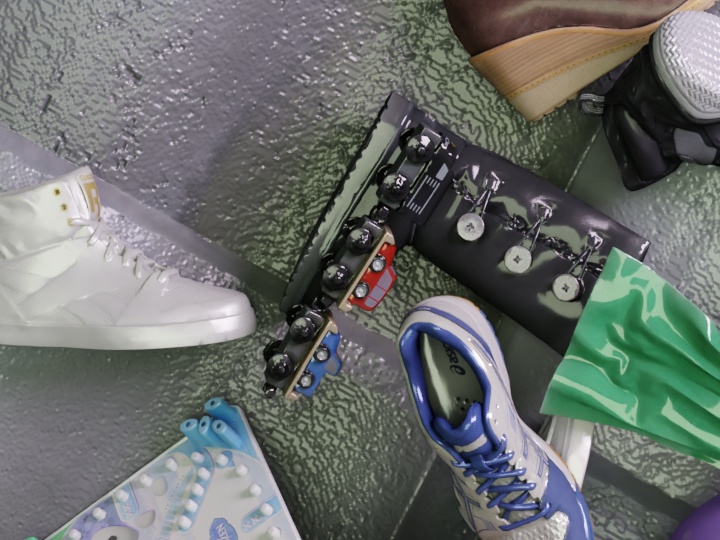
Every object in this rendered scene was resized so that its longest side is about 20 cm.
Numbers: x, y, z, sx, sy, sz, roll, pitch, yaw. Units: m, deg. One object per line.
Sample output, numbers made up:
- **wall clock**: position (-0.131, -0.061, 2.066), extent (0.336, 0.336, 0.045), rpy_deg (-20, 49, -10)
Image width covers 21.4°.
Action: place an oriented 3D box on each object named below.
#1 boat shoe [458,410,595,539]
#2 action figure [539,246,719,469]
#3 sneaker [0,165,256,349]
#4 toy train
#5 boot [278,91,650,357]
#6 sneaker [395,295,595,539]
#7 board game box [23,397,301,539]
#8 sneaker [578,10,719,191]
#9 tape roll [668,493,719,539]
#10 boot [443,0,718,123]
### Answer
- **boat shoe**: position (0.097, 0.165, 1.240), extent (0.068, 0.072, 0.202), rpy_deg (20, 103, 1)
- **action figure**: position (0.223, 0.080, 1.169), extent (0.199, 0.055, 0.119), rpy_deg (28, 114, 13)
- **sneaker**: position (-0.166, -0.010, 1.247), extent (0.198, 0.074, 0.117), rpy_deg (2, 95, 6)
- **toy train**: position (0.000, 0.000, 1.193), extent (0.046, 0.034, 0.201), rpy_deg (29, 101, -17)
- **boot**: position (0.067, 0.003, 1.240), extent (0.199, 0.066, 0.166), rpy_deg (30, 102, -5)
- **sneaker**: position (0.074, 0.113, 1.168), extent (0.075, 0.088, 0.201), rpy_deg (-31, 84, 16)
- **board game box**: position (-0.133, 0.201, 1.208), extent (0.199, 0.201, 0.026), rpy_deg (-36, 133, 5)
- **sneaker**: position (0.232, -0.086, 1.214), extent (0.199, 0.114, 0.076), rpy_deg (29, 53, -27)
- **tape roll**: position (0.277, 0.235, 1.188), extent (0.198, 0.085, 0.202), rpy_deg (4, 109, 11)
- **boot**: position (0.139, -0.211, 1.215), extent (0.199, 0.072, 0.167), rpy_deg (-32, 92, 9)
